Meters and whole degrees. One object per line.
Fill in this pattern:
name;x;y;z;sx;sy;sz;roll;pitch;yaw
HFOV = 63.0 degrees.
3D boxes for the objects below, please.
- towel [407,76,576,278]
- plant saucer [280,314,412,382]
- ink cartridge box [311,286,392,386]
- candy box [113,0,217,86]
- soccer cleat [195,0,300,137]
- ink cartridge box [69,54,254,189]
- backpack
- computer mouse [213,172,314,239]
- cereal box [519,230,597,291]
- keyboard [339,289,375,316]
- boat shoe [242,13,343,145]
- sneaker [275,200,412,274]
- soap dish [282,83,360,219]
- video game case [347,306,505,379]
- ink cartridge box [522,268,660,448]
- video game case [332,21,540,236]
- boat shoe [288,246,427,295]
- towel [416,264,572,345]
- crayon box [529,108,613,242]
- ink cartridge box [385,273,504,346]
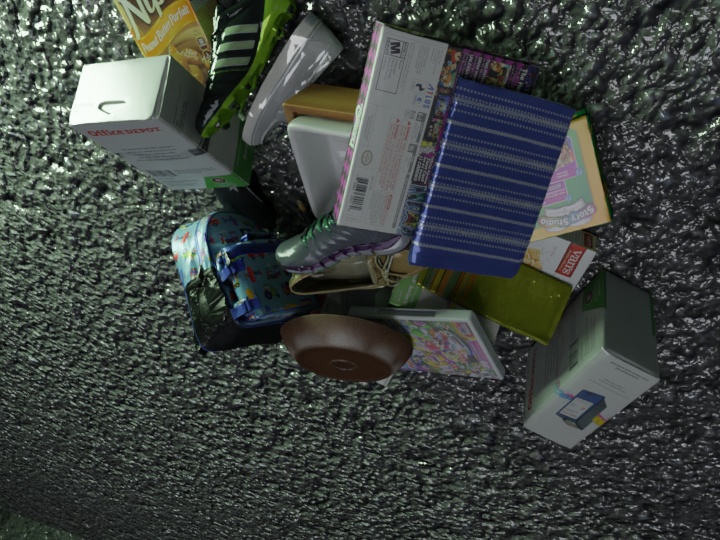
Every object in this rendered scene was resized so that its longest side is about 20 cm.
towel;0.136;-0.089;0.632;0.140;0.024;0.206;6;115;-18
plant saucer;-0.023;0.120;0.842;0.193;0.038;0.202;8;152;4
ink cartridge box;-0.011;0.084;0.971;0.195;0.086;0.148;24;136;0
candy box;-0.235;-0.321;0.729;0.112;0.056;0.204;-2;130;29
soccer cleat;-0.149;-0.256;0.695;0.080;0.068;0.203;33;99;-1
ink cartridge box;-0.248;-0.184;0.769;0.141;0.087;0.200;2;166;21
backpack;-0.173;0.000;0.855;0.133;0.180;0.205;-34;70;30
computer mouse;-0.151;-0.096;0.900;0.137;0.047;0.203;-6;126;31
cereal box;0.201;-0.020;0.807;0.194;0.040;0.146;22;135;7
keyboard;-0.005;0.014;0.844;0.054;0.011;0.205;8;132;11
boat shoe;-0.087;-0.224;0.746;0.068;0.073;0.200;34;126;-10
sneaker;-0.031;-0.059;0.731;0.194;0.076;0.089;-13;132;21
soap dish;0.000;-0.136;0.737;0.152;0.083;0.202;12;151;15
video game case;0.092;0.102;0.832;0.195;0.018;0.144;0;141;37
ink cartridge box;0.310;0.126;0.812;0.085;0.147;0.202;25;135;-2
video game case;0.076;-0.133;0.620;0.175;0.036;0.206;6;116;-18
boat shoe;-0.001;-0.002;0.778;0.194;0.064;0.075;-3;130;20
towel;0.177;0.021;0.782;0.195;0.018;0.088;25;99;2
crayon box;0.184;-0.096;0.695;0.194;0.058;0.122;-14;105;26
ink cartridge box;0.138;0.061;0.855;0.195;0.069;0.117;23;173;4
